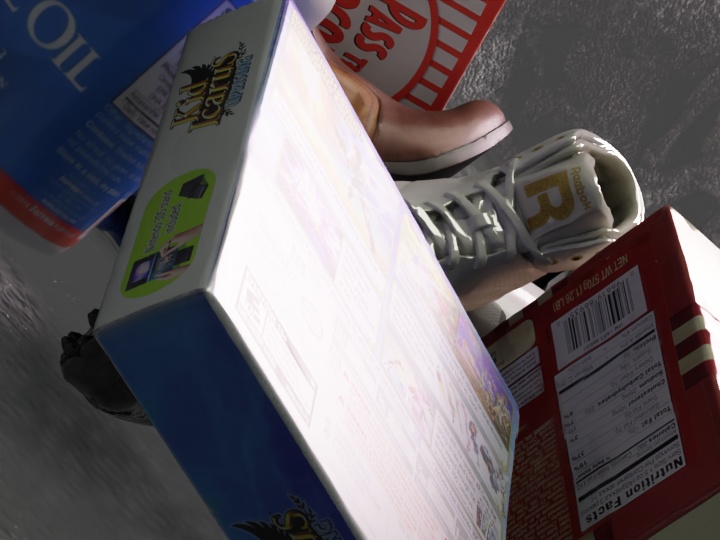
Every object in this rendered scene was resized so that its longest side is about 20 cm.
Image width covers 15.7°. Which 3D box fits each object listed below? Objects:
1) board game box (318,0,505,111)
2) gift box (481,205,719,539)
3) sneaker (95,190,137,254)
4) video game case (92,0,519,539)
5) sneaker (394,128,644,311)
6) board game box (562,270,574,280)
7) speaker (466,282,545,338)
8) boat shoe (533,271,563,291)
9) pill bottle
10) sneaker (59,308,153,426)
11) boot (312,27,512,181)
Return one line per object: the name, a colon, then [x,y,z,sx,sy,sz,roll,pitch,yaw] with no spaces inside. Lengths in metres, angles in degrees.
board game box: [-0.033,-0.152,1.431,0.199,0.152,0.046,28,11,-7]
gift box: [0.142,0.099,1.089,0.186,0.184,0.201,38,33,-31]
sneaker: [-0.051,0.012,1.102,0.200,0.075,0.088,44,26,-22]
video game case: [-0.010,0.036,0.883,0.201,0.045,0.182,60,23,-28]
sneaker: [0.041,-0.022,1.086,0.200,0.115,0.074,-10,79,-56]
board game box: [0.099,0.048,1.351,0.034,0.127,0.200,32,-5,3]
speaker: [0.000,0.000,1.203,0.199,0.081,0.081,34,13,-23]
boat shoe: [0.031,0.004,1.345,0.199,0.060,0.076,-8,55,-31]
pill bottle: [-0.079,-0.110,0.973,0.112,0.200,0.112,47,7,-8]
sneaker: [-0.048,0.036,0.934,0.091,0.066,0.200,47,5,3]
boot: [-0.027,-0.128,1.379,0.201,0.187,0.068,69,-24,7]
